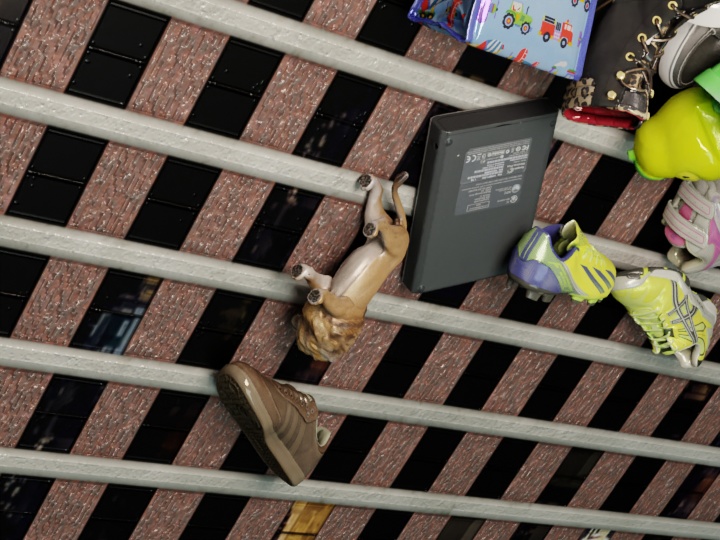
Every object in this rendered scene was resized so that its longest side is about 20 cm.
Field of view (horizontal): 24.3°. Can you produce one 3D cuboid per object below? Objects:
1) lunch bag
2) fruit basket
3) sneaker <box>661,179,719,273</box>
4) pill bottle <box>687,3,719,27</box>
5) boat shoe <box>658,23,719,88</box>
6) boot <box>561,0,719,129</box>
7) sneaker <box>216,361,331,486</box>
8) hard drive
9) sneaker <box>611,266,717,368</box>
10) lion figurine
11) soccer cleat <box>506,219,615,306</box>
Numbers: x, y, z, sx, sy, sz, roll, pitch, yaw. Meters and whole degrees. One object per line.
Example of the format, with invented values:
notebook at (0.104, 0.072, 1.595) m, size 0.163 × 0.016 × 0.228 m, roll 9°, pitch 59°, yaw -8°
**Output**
lunch bag at (0.154, -0.293, 1.503) m, size 0.149 × 0.094 × 0.202 m, roll 11°, pitch 103°, yaw -39°
fruit basket at (0.381, -0.143, 1.692) m, size 0.216 × 0.155 × 0.216 m, roll -45°, pitch 168°, yaw -12°
sneaker at (0.380, -0.064, 1.842) m, size 0.088 × 0.081 × 0.201 m, roll -27°, pitch 136°, yaw -14°
pill bottle at (0.343, -0.335, 1.561) m, size 0.110 × 0.112 × 0.202 m, roll -13°, pitch 132°, yaw -25°
boat shoe at (0.385, -0.259, 1.696) m, size 0.200 × 0.057 × 0.068 m, roll -48°, pitch 137°, yaw 11°
boot at (0.267, -0.210, 1.523) m, size 0.073 × 0.199 × 0.152 m, roll 24°, pitch 77°, yaw -40°
sneaker at (-0.088, 0.141, 1.728) m, size 0.076 × 0.070 × 0.201 m, roll -46°, pitch 144°, yaw -19°
hard drive at (0.120, -0.073, 1.694) m, size 0.138 × 0.033 × 0.202 m, roll -12°, pitch 131°, yaw -26°
sneaker at (0.350, 0.052, 1.909) m, size 0.075 × 0.077 × 0.199 m, roll -11°, pitch 153°, yaw 41°
lion figurine at (0.000, 0.000, 1.649) m, size 0.200 × 0.072 × 0.122 m, roll -46°, pitch 145°, yaw 3°
soccer cleat at (0.226, -0.012, 1.772) m, size 0.199 × 0.064 × 0.084 m, roll 0°, pitch 117°, yaw -55°
